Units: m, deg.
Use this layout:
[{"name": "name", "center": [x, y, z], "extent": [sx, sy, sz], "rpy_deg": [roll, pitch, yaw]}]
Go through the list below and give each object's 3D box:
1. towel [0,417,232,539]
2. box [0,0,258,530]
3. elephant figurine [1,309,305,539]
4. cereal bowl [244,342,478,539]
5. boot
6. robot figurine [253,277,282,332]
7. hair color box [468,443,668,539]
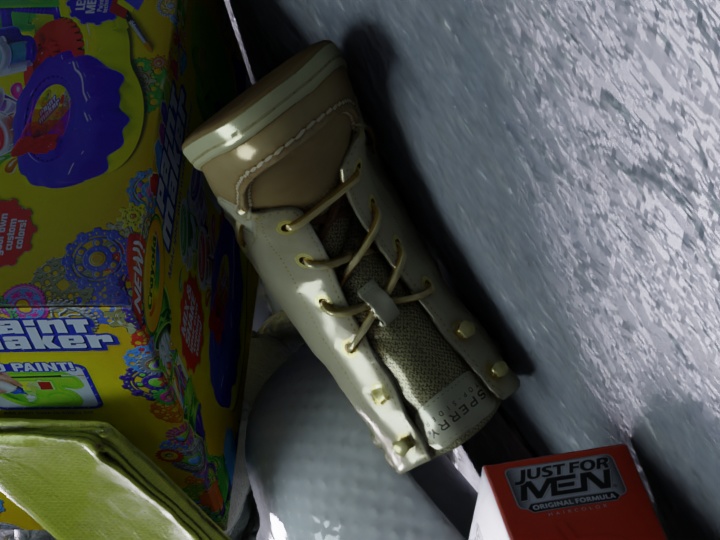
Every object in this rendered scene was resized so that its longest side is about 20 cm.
[{"name": "towel", "center": [-0.097, 0.116, 1.128], "extent": [0.086, 0.018, 0.200], "rpy_deg": [-2, 148, 27]}, {"name": "box", "center": [-0.122, -0.019, 1.130], "extent": [0.193, 0.122, 0.200], "rpy_deg": [73, -160, -57]}, {"name": "elephant figurine", "center": [-0.104, 0.093, 1.238], "extent": [0.200, 0.141, 0.155], "rpy_deg": [11, -114, -63]}, {"name": "cereal bowl", "center": [0.015, 0.128, 1.181], "extent": [0.200, 0.083, 0.200], "rpy_deg": [48, -176, -5]}, {"name": "boot", "center": [0.000, 0.000, 1.029], "extent": [0.156, 0.073, 0.200], "rpy_deg": [56, 173, 6]}, {"name": "robot figurine", "center": [-0.095, 0.009, 1.369], "extent": [0.169, 0.113, 0.200], "rpy_deg": [4, 142, 23]}, {"name": "hair color box", "center": [0.094, 0.171, 0.946], "extent": [0.102, 0.061, 0.200], "rpy_deg": [98, 158, -47]}]
